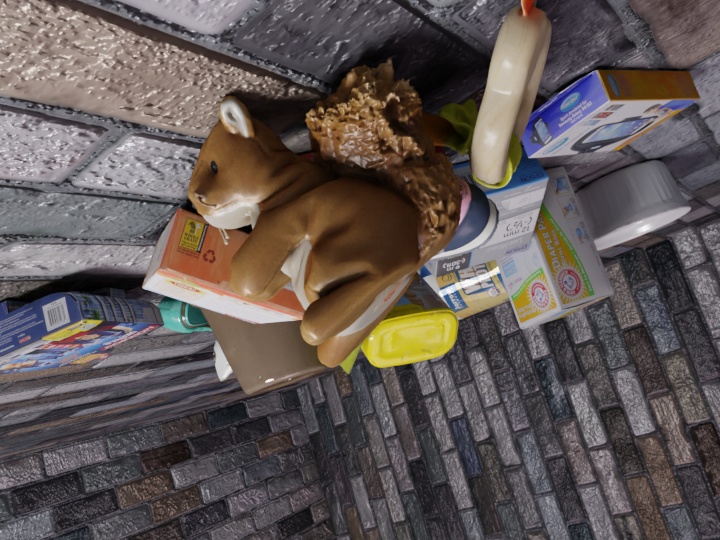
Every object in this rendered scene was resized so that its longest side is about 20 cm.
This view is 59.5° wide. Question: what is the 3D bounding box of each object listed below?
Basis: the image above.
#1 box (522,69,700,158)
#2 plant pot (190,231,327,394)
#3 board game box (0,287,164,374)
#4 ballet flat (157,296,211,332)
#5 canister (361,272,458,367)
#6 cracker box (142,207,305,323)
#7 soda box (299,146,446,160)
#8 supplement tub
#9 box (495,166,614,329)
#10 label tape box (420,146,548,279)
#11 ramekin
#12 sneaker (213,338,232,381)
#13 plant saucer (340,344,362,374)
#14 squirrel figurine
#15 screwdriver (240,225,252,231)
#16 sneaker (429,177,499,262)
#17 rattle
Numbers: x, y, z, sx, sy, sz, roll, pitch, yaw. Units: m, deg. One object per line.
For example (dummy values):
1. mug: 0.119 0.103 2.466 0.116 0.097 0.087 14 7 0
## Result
1. box: 0.271 -0.173 0.703 0.197 0.042 0.119 -14 167 -33
2. plant pot: -0.117 0.059 0.822 0.196 0.178 0.200 -18 169 -4
3. board game box: -0.359 0.072 0.785 0.196 0.063 0.199 -22 169 13
4. ballet flat: -0.237 0.061 0.949 0.069 0.069 0.200 4 175 18
5. canister: 0.039 0.047 0.925 0.145 0.088 0.200 -7 -150 -20
6. cracker box: -0.132 0.005 0.610 0.131 0.059 0.199 20 167 -21
7. soda box: -0.011 -0.079 0.617 0.196 0.072 0.064 -16 167 -13
8. supplement tub: 0.194 0.000 1.097 0.197 0.148 0.144 -24 167 26
9. box: 0.268 -0.032 0.930 0.099 0.204 0.112 -13 167 -22
10. label tape box: 0.154 -0.052 0.827 0.140 0.067 0.202 -16 141 -10
11. ramekin: 0.472 -0.114 1.130 0.196 0.100 0.201 -18 167 -4
12. sneaker: -0.118 0.130 0.930 0.195 0.091 0.074 0 172 -10
13. plant saucer: 0.000 0.000 0.751 0.047 0.204 0.201 16 157 0
14. squirrel figurine: -0.029 -0.059 0.482 0.200 0.187 0.142 -44 167 -1
15. screwdriver: -0.084 -0.053 0.731 0.029 0.029 0.199 11 -177 26
16. sneaker: 0.026 -0.031 0.593 0.198 0.071 0.081 -29 146 26
17. rattle: 0.080 -0.166 0.470 0.131 0.142 0.201 -48 157 -14
